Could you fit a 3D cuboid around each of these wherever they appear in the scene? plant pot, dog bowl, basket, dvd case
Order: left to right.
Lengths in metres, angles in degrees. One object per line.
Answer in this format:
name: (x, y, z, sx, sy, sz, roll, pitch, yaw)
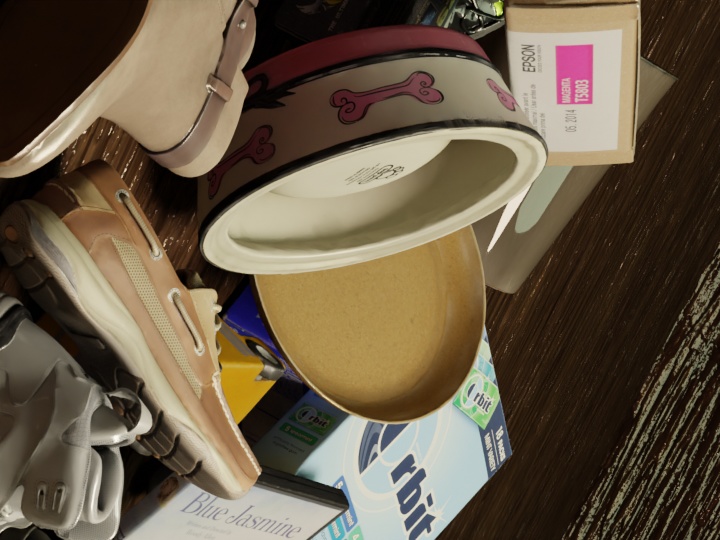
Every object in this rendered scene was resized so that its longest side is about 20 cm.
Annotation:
dvd case: (-0.118, 0.185, 1.302, 0.200, 0.018, 0.143, -41, 145, 19)
dog bowl: (-0.001, -0.068, 1.182, 0.200, 0.074, 0.200, -15, 163, -5)
plant pot: (0.000, 0.000, 1.336, 0.027, 0.200, 0.200, -18, -160, 45)
basket: (0.120, -0.095, 1.573, 0.180, 0.136, 0.200, 16, 109, -57)

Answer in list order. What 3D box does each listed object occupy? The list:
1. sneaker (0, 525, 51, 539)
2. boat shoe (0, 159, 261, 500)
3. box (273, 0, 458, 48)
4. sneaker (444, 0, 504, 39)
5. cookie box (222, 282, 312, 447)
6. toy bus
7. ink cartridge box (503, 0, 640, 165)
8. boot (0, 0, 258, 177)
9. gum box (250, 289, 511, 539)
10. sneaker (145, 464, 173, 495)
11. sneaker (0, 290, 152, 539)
sneaker: (-0.210, 0.179, 1.168, 0.100, 0.070, 0.200, -63, 170, -15)
boat shoe: (-0.099, 0.031, 1.057, 0.072, 0.076, 0.200, -44, 123, -23)
box: (0.033, -0.203, 1.254, 0.200, 0.051, 0.158, -61, 164, 0)
sneaker: (0.084, -0.188, 1.378, 0.200, 0.083, 0.071, -53, 162, -24)
cookie box: (-0.014, 0.033, 1.480, 0.171, 0.075, 0.200, -52, 163, -23)
toy bus: (-0.112, 0.054, 1.198, 0.065, 0.078, 0.200, -50, 166, 9)
ink cartridge box: (0.117, -0.174, 1.208, 0.200, 0.075, 0.165, 77, 12, -67)
boot: (-0.100, -0.090, 0.973, 0.200, 0.070, 0.146, -64, 154, -25)
gum box: (0.016, 0.126, 1.431, 0.200, 0.045, 0.170, -44, 139, -29)
sneaker: (-0.072, 0.188, 1.455, 0.200, 0.079, 0.095, 21, 90, -43)
sneaker: (-0.188, 0.117, 1.019, 0.200, 0.115, 0.075, -58, 164, -6)
